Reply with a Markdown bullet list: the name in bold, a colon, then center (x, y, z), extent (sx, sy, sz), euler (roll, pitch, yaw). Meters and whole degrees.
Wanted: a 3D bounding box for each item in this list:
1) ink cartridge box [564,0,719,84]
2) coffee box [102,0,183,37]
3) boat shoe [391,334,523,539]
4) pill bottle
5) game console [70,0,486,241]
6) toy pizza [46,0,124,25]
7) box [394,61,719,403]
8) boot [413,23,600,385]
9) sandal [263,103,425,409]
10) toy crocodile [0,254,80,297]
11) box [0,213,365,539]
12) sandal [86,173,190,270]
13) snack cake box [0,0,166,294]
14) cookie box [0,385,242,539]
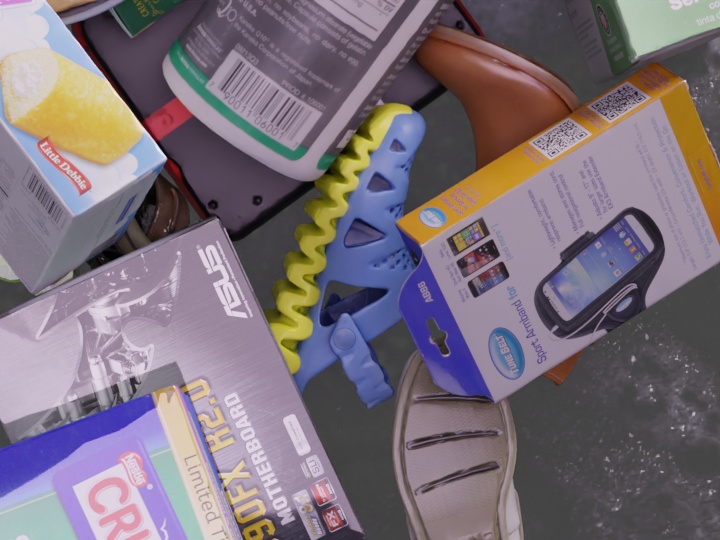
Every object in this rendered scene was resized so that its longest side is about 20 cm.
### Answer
- **ink cartridge box**: center (0.147, -0.218, 1.562), extent (0.087, 0.145, 0.200), euler (-21, 90, -3)
- **coffee box**: center (-0.088, -0.237, 1.579), extent (0.200, 0.044, 0.123), euler (-37, 59, -4)
- **boat shoe**: center (0.056, 0.138, 1.592), extent (0.075, 0.068, 0.200), euler (-6, 87, -5)
- **pill bottle**: center (-0.011, -0.158, 1.526), extent (0.113, 0.113, 0.200), euler (37, 103, -1)
- **game console**: center (-0.051, -0.141, 1.615), extent (0.200, 0.031, 0.177), euler (-36, 97, -2)
- **toy pizza**: center (-0.169, -0.229, 1.555), extent (0.200, 0.032, 0.200), euler (-10, 63, 19)
- **box**: center (0.110, -0.015, 1.534), extent (0.200, 0.041, 0.119), euler (-30, 122, -7)
- **boot**: center (0.082, -0.040, 1.594), extent (0.200, 0.077, 0.155), euler (33, 94, -17)
- **sandal**: center (0.000, 0.000, 1.585), extent (0.087, 0.079, 0.200), euler (19, 105, -6)
- **toy crocodile**: center (-0.206, -0.050, 1.581), extent (0.062, 0.068, 0.200), euler (-33, 88, 0)
- **box**: center (-0.109, 0.090, 1.531), extent (0.158, 0.048, 0.200), euler (-24, 95, -2)
- **sandal**: center (-0.123, -0.016, 1.591), extent (0.057, 0.080, 0.201), euler (-30, 96, -23)
- **snack cake box**: center (-0.201, -0.099, 1.492), extent (0.067, 0.115, 0.200), euler (-35, 83, -27)
- **cookie box**: center (-0.158, 0.175, 1.460), extent (0.200, 0.075, 0.171), euler (-21, 84, -2)
